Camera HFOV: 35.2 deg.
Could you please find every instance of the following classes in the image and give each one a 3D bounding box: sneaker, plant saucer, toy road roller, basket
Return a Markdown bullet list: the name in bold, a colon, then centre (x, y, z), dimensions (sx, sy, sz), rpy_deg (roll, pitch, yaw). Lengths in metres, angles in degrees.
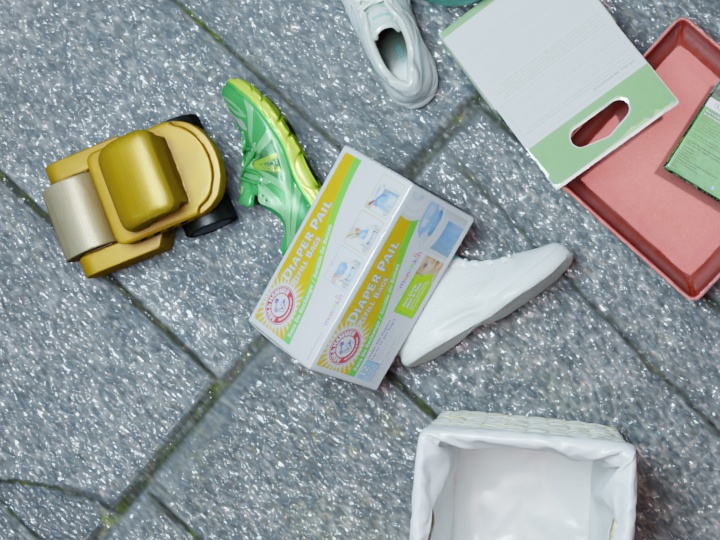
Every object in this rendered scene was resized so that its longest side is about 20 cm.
- **sneaker**: centre (0.110, 0.012, 1.127), dimensions (0.200, 0.075, 0.089), rpy_deg (-31, 75, 9)
- **plant saucer**: centre (0.317, -0.108, 1.106), dimensions (0.200, 0.037, 0.200), rpy_deg (43, 97, 6)
- **toy road roller**: centre (-0.232, -0.079, 1.134), dimensions (0.200, 0.146, 0.123), rpy_deg (-22, 87, 8)
- **sneaker**: centre (0.021, -0.260, 1.128), dimensions (0.070, 0.080, 0.201), rpy_deg (-26, 86, 10)
- **sneaker**: centre (-0.095, -0.104, 1.150), dimensions (0.083, 0.074, 0.200), rpy_deg (-28, 87, 4)
- **basket**: centre (0.150, 0.241, 1.075), dimensions (0.199, 0.161, 0.199), rpy_deg (4, 92, 8)

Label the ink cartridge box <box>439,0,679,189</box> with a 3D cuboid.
- **ink cartridge box**: centre (0.191, -0.194, 1.104), dimensions (0.145, 0.048, 0.200), rpy_deg (-36, 78, 7)

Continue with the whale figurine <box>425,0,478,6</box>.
- **whale figurine**: centre (0.101, -0.350, 1.114), dimensions (0.159, 0.104, 0.200), rpy_deg (1, 67, 28)

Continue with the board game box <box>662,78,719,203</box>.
- **board game box**: centre (0.398, -0.088, 1.065), dimensions (0.200, 0.023, 0.105), rpy_deg (33, 98, 6)

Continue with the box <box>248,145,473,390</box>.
- **box**: centre (0.000, 0.000, 1.102), dimensions (0.101, 0.112, 0.200), rpy_deg (34, 97, 41)
